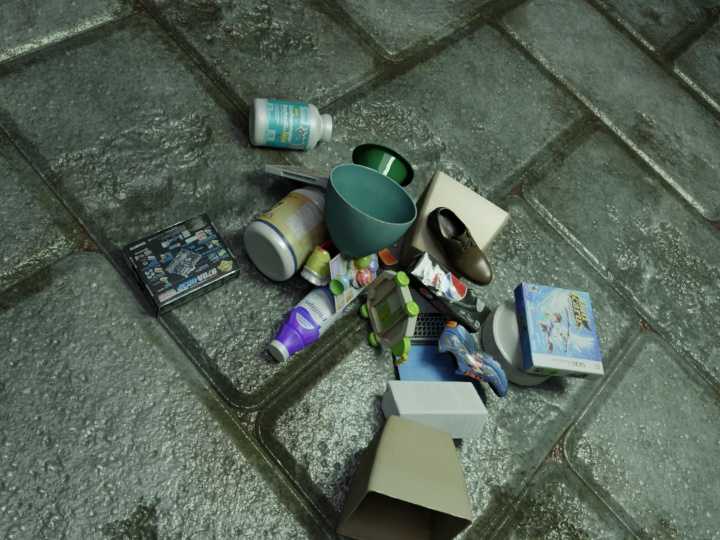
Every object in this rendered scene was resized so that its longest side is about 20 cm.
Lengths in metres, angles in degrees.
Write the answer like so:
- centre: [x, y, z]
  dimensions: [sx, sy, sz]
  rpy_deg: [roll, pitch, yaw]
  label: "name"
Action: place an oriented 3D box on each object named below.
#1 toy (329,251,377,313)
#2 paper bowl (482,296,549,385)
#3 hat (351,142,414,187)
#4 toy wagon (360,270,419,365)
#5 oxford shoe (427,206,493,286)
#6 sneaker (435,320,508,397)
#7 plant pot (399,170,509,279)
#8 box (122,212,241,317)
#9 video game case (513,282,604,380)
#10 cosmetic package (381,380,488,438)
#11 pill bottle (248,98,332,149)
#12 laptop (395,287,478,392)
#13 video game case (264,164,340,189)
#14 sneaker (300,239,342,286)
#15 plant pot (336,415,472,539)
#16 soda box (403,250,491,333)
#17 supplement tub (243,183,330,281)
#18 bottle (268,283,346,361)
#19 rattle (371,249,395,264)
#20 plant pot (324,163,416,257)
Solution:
- centre: [0.000, 0.000, 1.422]
  dimensions: [0.046, 0.118, 0.199]
  rpy_deg: [5, 24, 29]
  label: "toy"
- centre: [0.393, 0.156, 1.516]
  dimensions: [0.196, 0.105, 0.205]
  rpy_deg: [9, 60, -15]
  label: "paper bowl"
- centre: [0.029, -0.185, 1.547]
  dimensions: [0.163, 0.200, 0.179]
  rpy_deg: [25, 70, -7]
  label: "hat"
- centre: [0.069, 0.106, 1.398]
  dimensions: [0.039, 0.155, 0.204]
  rpy_deg: [1, 60, -36]
  label: "toy wagon"
- centre: [0.216, -0.049, 1.386]
  dimensions: [0.072, 0.084, 0.201]
  rpy_deg: [-40, 89, -7]
  label: "oxford shoe"
- centre: [0.239, 0.204, 1.411]
  dimensions: [0.200, 0.075, 0.078]
  rpy_deg: [45, 79, 2]
  label: "sneaker"
- centre: [0.199, -0.074, 1.522]
  dimensions: [0.197, 0.200, 0.179]
  rpy_deg: [31, 70, 0]
  label: "plant pot"
- centre: [-0.376, -0.017, 1.376]
  dimensions: [0.198, 0.046, 0.160]
  rpy_deg: [-28, 74, -30]
  label: "box"
- centre: [0.443, 0.135, 1.456]
  dimensions: [0.177, 0.046, 0.204]
  rpy_deg: [9, 60, -16]
  label: "video game case"
- centre: [0.152, 0.290, 1.351]
  dimensions: [0.195, 0.073, 0.102]
  rpy_deg: [5, 28, -17]
  label: "cosmetic package"
- centre: [-0.172, -0.358, 1.602]
  dimensions: [0.195, 0.111, 0.113]
  rpy_deg: [1, 61, -19]
  label: "pill bottle"
- centre: [0.174, 0.153, 1.432]
  dimensions: [0.183, 0.205, 0.116]
  rpy_deg: [2, 19, -19]
  label: "laptop"
- centre: [-0.104, -0.216, 1.503]
  dimensions: [0.197, 0.018, 0.142]
  rpy_deg: [18, 15, 27]
  label: "video game case"
- centre: [-0.052, -0.029, 1.435]
  dimensions: [0.077, 0.092, 0.199]
  rpy_deg: [27, 22, 17]
  label: "sneaker"
- centre: [0.084, 0.397, 1.226]
  dimensions: [0.196, 0.202, 0.179]
  rpy_deg: [18, 46, -8]
  label: "plant pot"
- centre: [0.185, 0.050, 1.410]
  dimensions: [0.199, 0.071, 0.064]
  rpy_deg: [41, 72, -9]
  label: "soda box"
- centre: [-0.146, -0.088, 1.439]
  dimensions: [0.144, 0.145, 0.200]
  rpy_deg: [42, 57, 8]
  label: "supplement tub"
- centre: [-0.114, 0.110, 1.384]
  dimensions: [0.083, 0.066, 0.200]
  rpy_deg: [40, 57, 9]
  label: "bottle"
- centre: [0.012, -0.104, 1.573]
  dimensions: [0.130, 0.143, 0.200]
  rpy_deg: [-45, 99, -2]
  label: "rattle"
- centre: [0.003, -0.110, 1.373]
  dimensions: [0.196, 0.136, 0.202]
  rpy_deg: [19, 35, -14]
  label: "plant pot"
